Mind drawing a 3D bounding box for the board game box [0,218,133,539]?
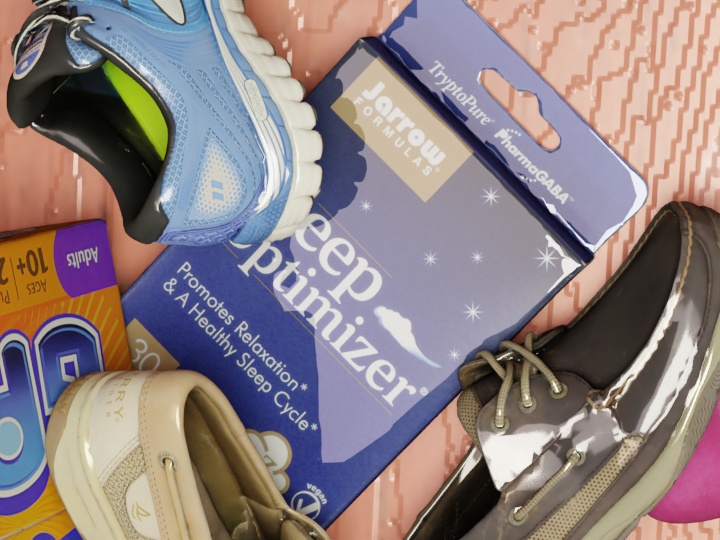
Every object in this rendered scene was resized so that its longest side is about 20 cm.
[{"bbox_3d":[-0.207,0.102,0.902,0.199,0.200,0.201,-8,95,24],"label":"board game box"}]

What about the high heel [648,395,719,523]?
[{"bbox_3d":[0.168,0.026,0.869,0.200,0.096,0.068,-35,79,17],"label":"high heel"}]

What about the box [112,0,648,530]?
[{"bbox_3d":[0.000,0.000,0.944,0.121,0.032,0.200,45,103,5],"label":"box"}]

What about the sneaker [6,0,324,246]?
[{"bbox_3d":[-0.091,-0.097,0.901,0.079,0.089,0.201,-48,63,47],"label":"sneaker"}]

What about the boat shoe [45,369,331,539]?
[{"bbox_3d":[-0.042,0.120,0.913,0.064,0.071,0.200,-10,125,33],"label":"boat shoe"}]

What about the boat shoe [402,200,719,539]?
[{"bbox_3d":[0.070,0.062,0.902,0.073,0.075,0.201,24,102,-17],"label":"boat shoe"}]
